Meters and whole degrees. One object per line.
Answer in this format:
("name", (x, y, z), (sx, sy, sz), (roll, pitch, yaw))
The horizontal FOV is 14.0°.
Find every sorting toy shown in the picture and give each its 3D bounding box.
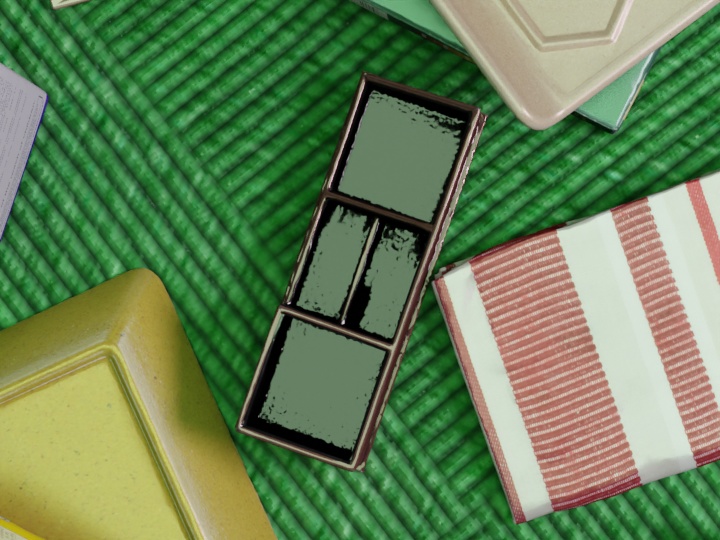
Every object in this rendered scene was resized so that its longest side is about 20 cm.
("sorting toy", (0.110, -0.197, 1.498), (0.200, 0.036, 0.185), (-36, 86, -6))

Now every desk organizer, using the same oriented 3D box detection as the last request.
("desk organizer", (0.000, 0.000, 1.517), (0.071, 0.077, 0.201), (19, 90, 2))

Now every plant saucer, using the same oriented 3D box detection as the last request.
("plant saucer", (-0.160, 0.126, 1.536), (0.199, 0.048, 0.201), (-25, 87, 2))

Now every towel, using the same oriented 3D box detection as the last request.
("towel", (0.152, 0.035, 1.540), (0.199, 0.023, 0.145), (-19, 90, 3))

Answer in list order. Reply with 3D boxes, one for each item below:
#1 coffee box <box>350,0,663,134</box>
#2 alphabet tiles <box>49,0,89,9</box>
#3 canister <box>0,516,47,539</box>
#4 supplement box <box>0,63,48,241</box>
("coffee box", (0.073, -0.167, 1.534), (0.199, 0.044, 0.123), (26, 88, 3))
("alphabet tiles", (-0.153, -0.227, 1.563), (0.199, 0.008, 0.168), (-15, 89, 2))
("canister", (-0.155, 0.213, 1.470), (0.199, 0.087, 0.149), (30, 108, -21))
("supplement box", (-0.230, -0.066, 1.466), (0.101, 0.200, 0.104), (19, 90, 2))
